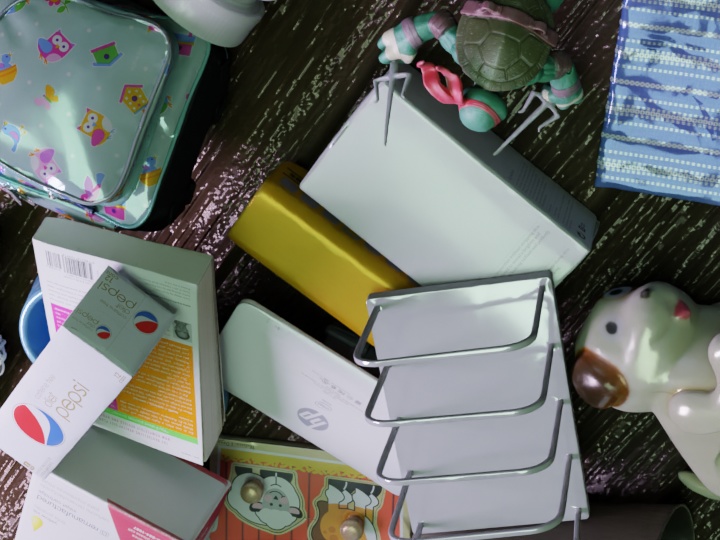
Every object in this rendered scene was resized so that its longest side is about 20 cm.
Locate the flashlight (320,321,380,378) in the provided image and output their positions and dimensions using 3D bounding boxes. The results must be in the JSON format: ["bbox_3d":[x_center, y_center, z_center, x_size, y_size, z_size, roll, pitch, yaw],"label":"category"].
[{"bbox_3d":[0.058,0.103,1.256,0.200,0.068,0.068,26,145,7],"label":"flashlight"}]

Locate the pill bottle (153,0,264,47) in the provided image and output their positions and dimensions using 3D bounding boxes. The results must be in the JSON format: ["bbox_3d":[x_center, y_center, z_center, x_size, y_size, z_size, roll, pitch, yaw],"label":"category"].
[{"bbox_3d":[-0.066,-0.264,1.113,0.110,0.110,0.200,39,114,-4],"label":"pill bottle"}]

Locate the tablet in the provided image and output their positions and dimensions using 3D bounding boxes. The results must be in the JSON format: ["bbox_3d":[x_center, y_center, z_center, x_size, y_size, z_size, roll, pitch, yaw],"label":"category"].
[{"bbox_3d":[-0.029,0.106,1.249,0.200,0.014,0.130,32,143,-3],"label":"tablet"}]

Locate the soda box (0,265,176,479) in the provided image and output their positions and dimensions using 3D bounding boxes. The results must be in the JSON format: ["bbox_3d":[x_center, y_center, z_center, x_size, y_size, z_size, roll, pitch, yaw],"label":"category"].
[{"bbox_3d":[-0.214,0.080,1.172,0.064,0.068,0.200,37,139,-6],"label":"soda box"}]

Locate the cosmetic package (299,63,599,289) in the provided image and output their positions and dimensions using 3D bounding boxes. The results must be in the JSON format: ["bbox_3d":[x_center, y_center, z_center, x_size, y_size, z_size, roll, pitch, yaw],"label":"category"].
[{"bbox_3d":[0.067,-0.052,1.182,0.200,0.081,0.113,41,114,-3],"label":"cosmetic package"}]

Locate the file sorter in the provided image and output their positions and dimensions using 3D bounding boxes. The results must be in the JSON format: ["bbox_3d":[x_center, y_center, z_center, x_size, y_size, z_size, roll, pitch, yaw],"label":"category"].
[{"bbox_3d":[0.081,0.123,1.132,0.139,0.125,0.200,-7,110,13],"label":"file sorter"}]

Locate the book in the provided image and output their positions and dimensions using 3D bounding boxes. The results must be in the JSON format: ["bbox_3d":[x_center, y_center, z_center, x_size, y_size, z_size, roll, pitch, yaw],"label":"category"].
[{"bbox_3d":[-0.177,0.055,1.205,0.133,0.048,0.200,15,137,11],"label":"book"}]

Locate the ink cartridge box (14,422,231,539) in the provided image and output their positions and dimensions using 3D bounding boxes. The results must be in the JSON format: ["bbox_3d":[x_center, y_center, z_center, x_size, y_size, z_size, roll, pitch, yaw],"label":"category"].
[{"bbox_3d":[-0.212,0.230,1.326,0.145,0.083,0.200,27,132,3],"label":"ink cartridge box"}]

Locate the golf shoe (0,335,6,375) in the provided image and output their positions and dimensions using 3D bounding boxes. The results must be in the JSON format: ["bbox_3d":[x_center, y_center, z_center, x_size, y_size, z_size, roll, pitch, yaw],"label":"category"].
[{"bbox_3d":[-0.337,0.045,1.331,0.088,0.077,0.200,18,118,-16],"label":"golf shoe"}]

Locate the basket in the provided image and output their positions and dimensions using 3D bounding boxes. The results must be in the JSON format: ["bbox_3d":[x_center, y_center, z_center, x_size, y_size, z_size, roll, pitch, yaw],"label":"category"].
[{"bbox_3d":[0.149,0.246,1.243,0.200,0.180,0.136,3,104,24],"label":"basket"}]

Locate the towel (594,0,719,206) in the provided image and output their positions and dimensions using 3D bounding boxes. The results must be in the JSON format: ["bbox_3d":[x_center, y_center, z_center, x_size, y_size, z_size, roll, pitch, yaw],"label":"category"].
[{"bbox_3d":[0.255,-0.142,1.132,0.145,0.024,0.200,10,113,10],"label":"towel"}]

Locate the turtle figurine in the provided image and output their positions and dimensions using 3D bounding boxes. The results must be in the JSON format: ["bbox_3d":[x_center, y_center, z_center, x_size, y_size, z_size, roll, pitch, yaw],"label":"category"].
[{"bbox_3d":[0.100,-0.161,1.088,0.150,0.101,0.200,25,79,-12],"label":"turtle figurine"}]

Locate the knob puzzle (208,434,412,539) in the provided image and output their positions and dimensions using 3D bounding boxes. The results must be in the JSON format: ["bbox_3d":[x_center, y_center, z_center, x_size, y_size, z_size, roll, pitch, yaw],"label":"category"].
[{"bbox_3d":[-0.047,0.245,1.352,0.219,0.030,0.220,4,112,11],"label":"knob puzzle"}]

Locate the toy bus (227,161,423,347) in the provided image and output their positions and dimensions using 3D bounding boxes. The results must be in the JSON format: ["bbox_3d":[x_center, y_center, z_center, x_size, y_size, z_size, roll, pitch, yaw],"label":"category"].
[{"bbox_3d":[0.000,0.000,1.218,0.200,0.078,0.065,37,115,-2],"label":"toy bus"}]

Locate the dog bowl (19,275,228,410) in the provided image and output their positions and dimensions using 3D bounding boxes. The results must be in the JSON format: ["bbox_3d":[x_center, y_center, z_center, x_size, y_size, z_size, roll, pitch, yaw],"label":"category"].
[{"bbox_3d":[-0.202,0.077,1.313,0.200,0.050,0.111,45,114,-7],"label":"dog bowl"}]

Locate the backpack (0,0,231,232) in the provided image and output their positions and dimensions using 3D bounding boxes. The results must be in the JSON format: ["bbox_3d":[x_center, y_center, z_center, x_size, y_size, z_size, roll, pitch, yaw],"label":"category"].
[{"bbox_3d":[-0.221,-0.131,1.173,0.200,0.153,0.176,20,93,12],"label":"backpack"}]

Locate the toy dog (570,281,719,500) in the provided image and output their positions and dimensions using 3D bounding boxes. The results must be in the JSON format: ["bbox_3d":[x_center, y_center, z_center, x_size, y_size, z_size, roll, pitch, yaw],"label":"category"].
[{"bbox_3d":[0.258,0.080,1.173,0.200,0.140,0.194,33,151,-2],"label":"toy dog"}]
